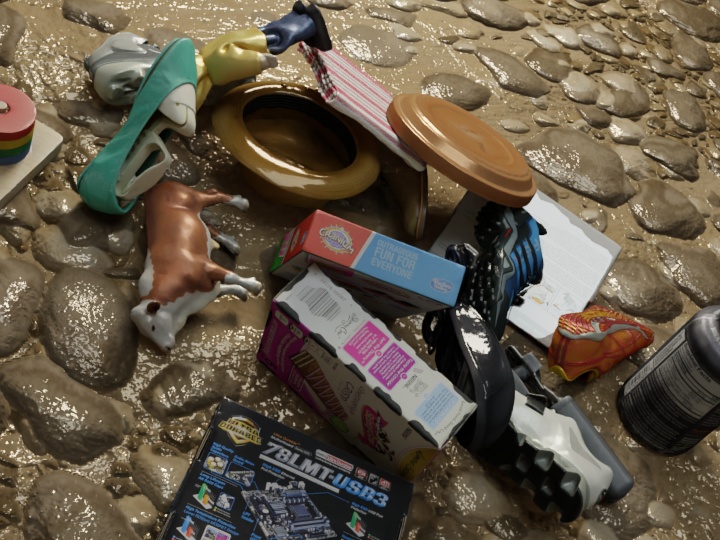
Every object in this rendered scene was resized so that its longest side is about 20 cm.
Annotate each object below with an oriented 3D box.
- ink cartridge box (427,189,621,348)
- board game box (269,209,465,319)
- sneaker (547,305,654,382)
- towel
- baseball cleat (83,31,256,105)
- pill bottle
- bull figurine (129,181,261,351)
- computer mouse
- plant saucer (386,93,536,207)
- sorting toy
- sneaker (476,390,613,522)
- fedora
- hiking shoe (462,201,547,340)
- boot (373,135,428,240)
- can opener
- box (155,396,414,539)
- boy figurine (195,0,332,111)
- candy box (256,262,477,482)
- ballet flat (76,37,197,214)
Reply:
[{"bbox_3d":[0.193,-0.014,1.218,0.200,0.044,0.174,35,67,3],"label":"ink cartridge box"},{"bbox_3d":[0.000,0.000,1.000,0.152,0.200,0.041,21,80,-11],"label":"board game box"},{"bbox_3d":[0.274,0.086,1.166,0.199,0.078,0.073,-2,23,-46],"label":"sneaker"},{"bbox_3d":[0.000,-0.197,1.180,0.146,0.030,0.200,32,21,-30],"label":"towel"},{"bbox_3d":[-0.221,-0.241,1.173,0.199,0.070,0.107,-8,50,-37],"label":"baseball cleat"},{"bbox_3d":[0.378,0.110,1.097,0.106,0.200,0.107,15,47,-17],"label":"pill bottle"},{"bbox_3d":[-0.169,-0.010,1.005,0.121,0.065,0.201,9,50,-24],"label":"bull figurine"},{"bbox_3d":[0.111,0.083,0.970,0.052,0.139,0.201,1,46,-14],"label":"computer mouse"},{"bbox_3d":[0.122,-0.147,1.170,0.200,0.032,0.201,27,26,-14],"label":"plant saucer"},{"bbox_3d":[-0.423,-0.140,0.977,0.199,0.070,0.199,30,45,-1],"label":"sorting toy"},{"bbox_3d":[0.170,0.164,1.024,0.088,0.074,0.200,-17,53,-42],"label":"sneaker"},{"bbox_3d":[-0.078,-0.131,1.145,0.199,0.082,0.201,12,45,-12],"label":"fedora"},{"bbox_3d":[0.171,0.003,1.131,0.086,0.074,0.201,27,55,-17],"label":"hiking shoe"},{"bbox_3d":[0.042,-0.110,1.211,0.075,0.074,0.201,1,44,-8],"label":"boot"},{"bbox_3d":[0.205,0.167,1.076,0.067,0.053,0.200,-32,69,-8],"label":"can opener"},{"bbox_3d":[-0.068,0.233,0.863,0.199,0.050,0.199,26,45,-6],"label":"box"},{"bbox_3d":[-0.130,-0.231,1.105,0.199,0.065,0.124,-32,30,-16],"label":"boy figurine"},{"bbox_3d":[-0.001,0.103,0.943,0.200,0.137,0.061,40,61,9],"label":"candy box"},{"bbox_3d":[-0.209,-0.140,1.031,0.070,0.067,0.201,32,87,17],"label":"ballet flat"}]
